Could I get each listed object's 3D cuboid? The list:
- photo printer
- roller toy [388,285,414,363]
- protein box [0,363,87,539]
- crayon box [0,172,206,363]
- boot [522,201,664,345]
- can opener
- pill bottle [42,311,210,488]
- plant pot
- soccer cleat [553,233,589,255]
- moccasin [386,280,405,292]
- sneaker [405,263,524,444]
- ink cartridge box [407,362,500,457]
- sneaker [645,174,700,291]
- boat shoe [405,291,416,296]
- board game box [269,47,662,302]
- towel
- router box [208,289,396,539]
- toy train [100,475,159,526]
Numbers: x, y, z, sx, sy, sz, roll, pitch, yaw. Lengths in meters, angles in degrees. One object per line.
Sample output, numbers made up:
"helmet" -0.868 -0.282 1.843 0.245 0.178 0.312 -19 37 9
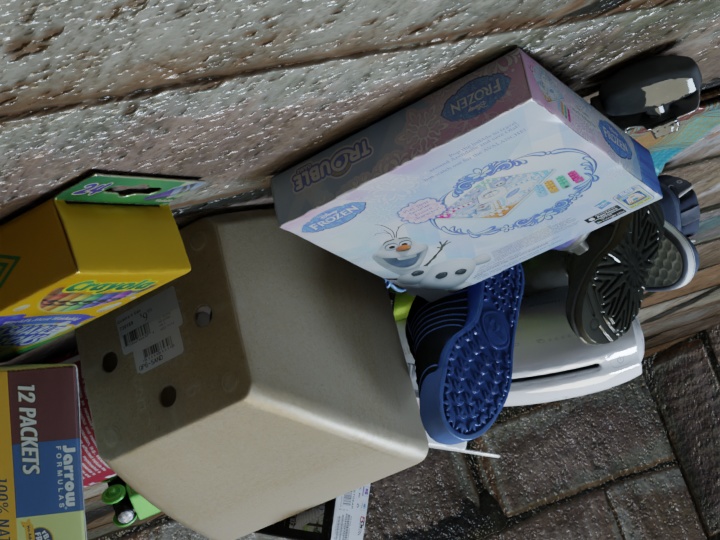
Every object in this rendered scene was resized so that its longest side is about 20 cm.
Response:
"photo printer" 0.173 0.059 1.586 0.165 0.070 0.200 -11 -162 7
"roller toy" -0.017 0.088 1.638 0.181 0.141 0.200 -18 170 -11
"protein box" -0.295 0.134 1.108 0.197 0.137 0.200 -3 178 -24
"crayon box" -0.198 0.004 1.081 0.199 0.052 0.125 -26 169 25
"boot" 0.156 0.007 1.520 0.199 0.073 0.182 -7 -147 38
"can opener" 0.151 -0.105 1.250 0.199 0.053 0.067 -24 135 12
"pill bottle" -0.205 0.112 1.461 0.198 0.114 0.113 -23 170 15
"plant pot" -0.096 0.066 1.251 0.199 0.202 0.177 -25 157 24
"soccer cleat" 0.134 -0.052 1.465 0.065 0.084 0.200 -54 -164 -15
"moccasin" 0.000 0.000 1.410 0.080 0.069 0.199 -10 166 -46
"sneaker" 0.068 0.059 1.296 0.078 0.070 0.201 -27 -153 36
"ink cartridge box" 0.016 0.110 1.476 0.198 0.067 0.115 13 173 -31
"sneaker" 0.282 -0.038 1.611 0.145 0.078 0.202 -11 -162 -28
"boat shoe" 0.085 -0.035 1.411 0.062 0.072 0.200 -18 166 -29
"board game box" 0.075 -0.057 1.180 0.199 0.044 0.198 -25 152 26
"towel" 0.237 -0.103 1.482 0.145 0.022 0.200 -18 170 -20
"router box" -0.057 0.107 1.355 0.148 0.202 0.051 4 172 33
"toy train" -0.214 0.154 1.556 0.056 0.201 0.042 -22 126 -3
